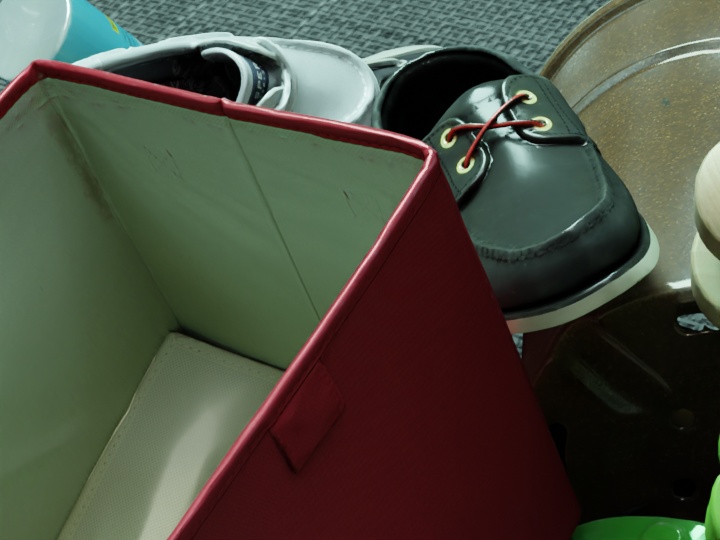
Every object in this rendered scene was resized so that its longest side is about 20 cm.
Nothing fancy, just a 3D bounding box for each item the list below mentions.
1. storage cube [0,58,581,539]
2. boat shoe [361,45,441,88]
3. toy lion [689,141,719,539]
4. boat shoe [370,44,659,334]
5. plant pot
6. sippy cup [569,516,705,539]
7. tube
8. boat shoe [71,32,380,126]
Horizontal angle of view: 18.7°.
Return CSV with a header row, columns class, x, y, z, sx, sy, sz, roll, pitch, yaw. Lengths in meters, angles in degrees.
class,x,y,z,sx,sy,sz,roll,pitch,yaw
storage cube,-0.057,0.067,0.690,0.170,0.180,0.200,14,55,34
boat shoe,0.002,-0.065,1.053,0.060,0.075,0.199,7,18,44
toy lion,0.193,0.037,0.653,0.199,0.069,0.193,-18,66,-3
boat shoe,0.046,-0.031,0.754,0.073,0.063,0.201,-25,19,-2
plant pot,0.144,0.015,0.830,0.198,0.202,0.199,-1,31,13
sippy cup,0.104,0.174,0.741,0.177,0.140,0.131,0,50,34
tube,-0.096,-0.075,1.046,0.077,0.200,0.051,36,93,38
boat shoe,-0.063,-0.070,0.917,0.199,0.068,0.073,-6,73,-36
